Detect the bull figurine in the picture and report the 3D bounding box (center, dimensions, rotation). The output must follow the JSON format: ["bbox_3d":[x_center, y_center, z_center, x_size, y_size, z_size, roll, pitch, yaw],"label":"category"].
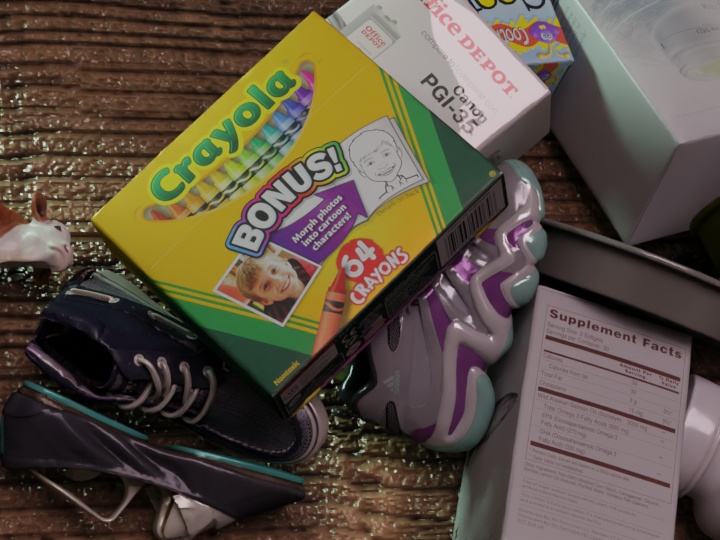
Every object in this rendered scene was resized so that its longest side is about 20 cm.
[{"bbox_3d":[-0.284,-0.041,1.273,0.200,0.065,0.121,35,28,11],"label":"bull figurine"}]

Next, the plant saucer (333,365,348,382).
[{"bbox_3d":[0.000,0.000,1.375,0.200,0.031,0.200,8,58,-13],"label":"plant saucer"}]

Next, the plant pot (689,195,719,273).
[{"bbox_3d":[0.368,0.017,1.408,0.200,0.200,0.193,-14,75,-26],"label":"plant pot"}]

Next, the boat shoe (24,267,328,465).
[{"bbox_3d":[-0.121,0.074,1.243,0.200,0.075,0.093,27,21,8],"label":"boat shoe"}]

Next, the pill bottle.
[{"bbox_3d":[0.298,0.150,1.335,0.200,0.111,0.111,26,55,-2],"label":"pill bottle"}]

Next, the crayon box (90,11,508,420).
[{"bbox_3d":[-0.038,-0.037,1.229,0.200,0.058,0.173,-44,69,-10],"label":"crayon box"}]

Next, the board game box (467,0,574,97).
[{"bbox_3d":[0.068,-0.206,1.482,0.103,0.105,0.200,-7,61,-22],"label":"board game box"}]

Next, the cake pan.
[{"bbox_3d":[0.193,0.013,1.352,0.200,0.200,0.037,21,89,-6],"label":"cake pan"}]

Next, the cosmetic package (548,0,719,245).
[{"bbox_3d":[0.251,-0.147,1.484,0.199,0.123,0.200,-14,58,-26],"label":"cosmetic package"}]

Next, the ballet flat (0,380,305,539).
[{"bbox_3d":[-0.135,0.132,1.231,0.200,0.073,0.073,21,55,-13],"label":"ballet flat"}]

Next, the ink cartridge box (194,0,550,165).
[{"bbox_3d":[0.010,-0.099,1.328,0.200,0.083,0.147,-39,75,-7],"label":"ink cartridge box"}]

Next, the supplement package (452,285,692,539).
[{"bbox_3d":[0.137,0.134,1.287,0.117,0.117,0.200,18,55,-8],"label":"supplement package"}]

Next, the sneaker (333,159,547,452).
[{"bbox_3d":[0.036,0.012,1.276,0.140,0.078,0.200,15,88,-22],"label":"sneaker"}]
